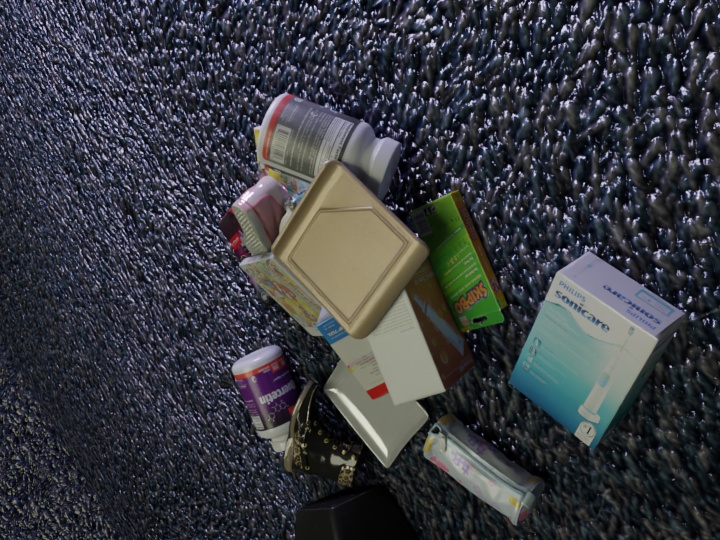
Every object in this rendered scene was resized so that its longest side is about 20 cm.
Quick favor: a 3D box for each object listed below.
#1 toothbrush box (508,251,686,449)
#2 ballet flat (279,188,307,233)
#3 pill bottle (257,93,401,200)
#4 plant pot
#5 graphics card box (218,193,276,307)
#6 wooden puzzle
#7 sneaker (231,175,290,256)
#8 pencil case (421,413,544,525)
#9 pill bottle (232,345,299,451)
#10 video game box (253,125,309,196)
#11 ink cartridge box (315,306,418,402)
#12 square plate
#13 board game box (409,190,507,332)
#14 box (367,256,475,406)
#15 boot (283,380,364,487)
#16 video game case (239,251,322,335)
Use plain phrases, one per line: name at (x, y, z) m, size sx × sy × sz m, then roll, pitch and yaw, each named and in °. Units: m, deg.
toothbrush box at (0.298, 0.103, 0.963) m, size 0.146 × 0.085 × 0.202 m, roll 37°, pitch 134°, yaw 29°
ballet flat at (-0.113, -0.046, 1.277) m, size 0.072 × 0.072 × 0.202 m, roll 34°, pitch 135°, yaw 30°
pill bottle at (-0.046, -0.181, 1.124) m, size 0.198 × 0.116 × 0.117 m, roll 22°, pitch 129°, yaw 8°
plant pot at (-0.019, 0.529, 1.452) m, size 0.199 × 0.198 × 0.180 m, roll -25°, pitch 80°, yaw 50°
graphics card box at (-0.188, -0.043, 1.438) m, size 0.125 × 0.051 × 0.202 m, roll -35°, pitch 84°, yaw 49°
wooden puzzle at (-0.017, -0.030, 1.080) m, size 0.200 × 0.037 × 0.186 m, roll 43°, pitch 117°, yaw 13°
sneaker at (-0.157, -0.088, 1.306) m, size 0.075 × 0.105 × 0.201 m, roll 31°, pitch 158°, yaw 20°
pencil case at (0.194, 0.313, 1.183) m, size 0.199 × 0.083 × 0.091 m, roll 33°, pitch 153°, yaw 30°
pill bottle at (-0.181, 0.265, 1.540) m, size 0.112 × 0.112 × 0.202 m, roll -17°, pitch 97°, yaw 49°
video game box at (-0.101, -0.147, 1.295) m, size 0.198 × 0.047 × 0.185 m, roll 22°, pitch 127°, yaw 38°
ink cartridge box at (0.019, 0.121, 1.201) m, size 0.067 × 0.117 × 0.201 m, roll -29°, pitch 108°, yaw 21°
square plate at (0.028, 0.237, 1.366) m, size 0.198 × 0.028 × 0.201 m, roll 49°, pitch 137°, yaw 19°
board game box at (0.148, -0.010, 1.112) m, size 0.095 × 0.030 × 0.203 m, roll -21°, pitch 91°, yaw 51°
box at (0.079, 0.082, 1.135) m, size 0.097 × 0.124 × 0.203 m, roll -22°, pitch 90°, yaw 33°
boot at (-0.065, 0.323, 1.450) m, size 0.148 × 0.073 × 0.203 m, roll 16°, pitch 106°, yaw 10°
video game case at (-0.113, 0.046, 1.320) m, size 0.200 × 0.023 × 0.181 m, roll 46°, pitch 158°, yaw -17°
